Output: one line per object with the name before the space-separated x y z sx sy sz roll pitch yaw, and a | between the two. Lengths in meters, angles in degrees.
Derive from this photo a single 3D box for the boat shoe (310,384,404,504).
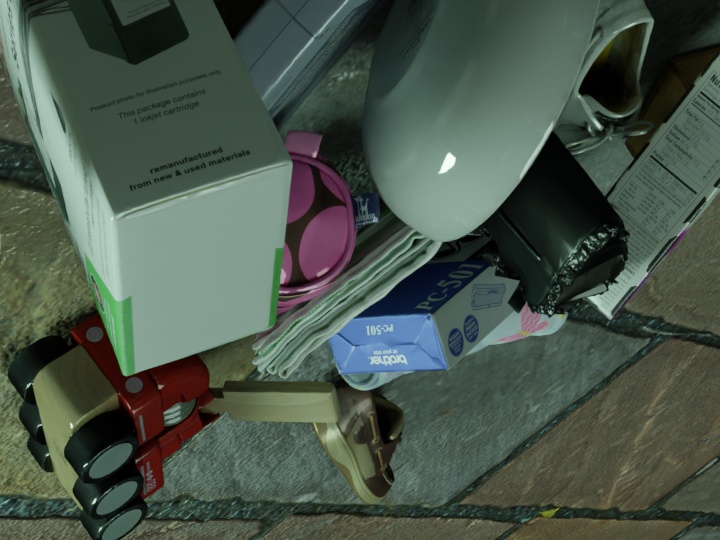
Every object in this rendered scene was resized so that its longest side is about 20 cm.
boat shoe | 0.009 0.146 1.454 0.072 0.072 0.200 -29 148 1

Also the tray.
tray | 0.308 -0.141 1.287 0.198 0.037 0.099 -18 152 -26

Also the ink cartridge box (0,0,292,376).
ink cartridge box | -0.109 -0.077 0.771 0.083 0.201 0.146 -18 153 -16

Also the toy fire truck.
toy fire truck | -0.126 0.093 1.172 0.199 0.129 0.177 -33 157 -21

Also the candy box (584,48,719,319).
candy box | 0.226 -0.073 1.150 0.201 0.061 0.136 -53 172 25

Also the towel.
towel | 0.000 0.000 1.099 0.149 0.031 0.200 -37 -174 9

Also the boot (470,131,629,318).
boot | 0.114 -0.075 1.051 0.073 0.163 0.199 -19 153 -24

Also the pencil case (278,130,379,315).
pencil case | -0.057 -0.021 0.996 0.090 0.095 0.200 2 173 -15

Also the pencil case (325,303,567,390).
pencil case | 0.069 0.032 1.292 0.198 0.084 0.091 -15 157 -29

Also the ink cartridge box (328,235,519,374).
ink cartridge box | 0.069 0.010 1.163 0.093 0.045 0.200 -5 -159 38

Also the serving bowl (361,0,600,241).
serving bowl | 0.052 -0.121 0.909 0.065 0.201 0.200 22 131 -18

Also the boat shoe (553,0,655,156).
boat shoe | 0.162 -0.118 1.113 0.074 0.087 0.203 -20 153 -19

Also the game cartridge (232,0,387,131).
game cartridge | -0.046 -0.111 0.900 0.200 0.042 0.133 -47 175 30
